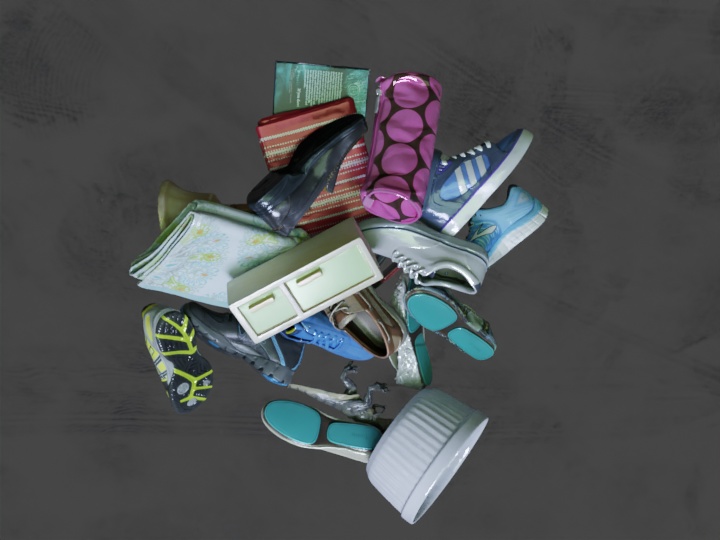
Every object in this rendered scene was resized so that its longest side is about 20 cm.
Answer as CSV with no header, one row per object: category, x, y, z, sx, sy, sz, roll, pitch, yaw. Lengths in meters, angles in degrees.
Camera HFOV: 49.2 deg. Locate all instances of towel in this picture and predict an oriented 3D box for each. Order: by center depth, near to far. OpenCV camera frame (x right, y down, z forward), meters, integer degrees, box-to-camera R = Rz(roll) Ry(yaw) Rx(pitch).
towel,-0.194,-0.017,1.091,0.200,0.048,0.171,15,139,-43
towel,-0.054,-0.136,1.122,0.144,0.022,0.200,-16,109,-2

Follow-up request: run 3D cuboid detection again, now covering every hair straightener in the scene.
hair straightener,0.000,0.000,1.198,0.200,0.041,0.077,-42,101,12

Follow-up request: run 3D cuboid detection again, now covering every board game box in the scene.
board game box,-0.061,-0.194,1.130,0.135,0.028,0.200,4,106,-7

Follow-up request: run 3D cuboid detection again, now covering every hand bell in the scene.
hand bell,-0.170,-0.082,1.100,0.200,0.104,0.104,-4,108,4

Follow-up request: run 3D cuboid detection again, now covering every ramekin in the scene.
ramekin,0.097,0.275,1.207,0.105,0.200,0.200,36,103,18

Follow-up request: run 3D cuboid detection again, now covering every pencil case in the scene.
pencil case,0.052,-0.168,1.070,0.094,0.091,0.200,15,70,-19

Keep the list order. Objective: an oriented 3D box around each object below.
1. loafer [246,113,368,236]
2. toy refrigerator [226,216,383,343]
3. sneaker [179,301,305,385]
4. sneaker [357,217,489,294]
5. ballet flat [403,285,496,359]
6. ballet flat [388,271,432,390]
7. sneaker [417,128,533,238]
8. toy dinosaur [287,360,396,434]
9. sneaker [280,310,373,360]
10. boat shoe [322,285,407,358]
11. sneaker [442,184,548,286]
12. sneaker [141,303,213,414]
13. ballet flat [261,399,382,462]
loafer,-0.061,-0.133,1.068,0.200,0.073,0.072,-42,118,-7
toy refrigerator,-0.077,0.015,1.073,0.200,0.070,0.076,-27,122,5
sneaker,-0.179,0.096,1.198,0.200,0.073,0.082,32,74,-11
sneaker,0.083,-0.020,1.112,0.200,0.071,0.073,14,145,3
ballet flat,0.134,0.065,1.194,0.074,0.074,0.200,-43,125,8
ballet flat,0.066,0.095,1.217,0.072,0.072,0.200,-9,106,-3
sneaker,0.132,-0.159,1.126,0.146,0.081,0.200,41,96,1
toy dinosaur,-0.009,0.200,1.251,0.200,0.047,0.088,27,109,-10
sneaker,-0.067,0.092,1.173,0.200,0.078,0.066,30,119,-10
boat shoe,-0.016,0.050,1.142,0.200,0.072,0.076,39,124,-3
sneaker,0.182,-0.052,1.188,0.200,0.078,0.090,-40,88,3
sneaker,-0.279,0.131,1.194,0.075,0.076,0.200,-26,129,-32
ballet flat,-0.062,0.259,1.248,0.200,0.069,0.070,18,105,2
